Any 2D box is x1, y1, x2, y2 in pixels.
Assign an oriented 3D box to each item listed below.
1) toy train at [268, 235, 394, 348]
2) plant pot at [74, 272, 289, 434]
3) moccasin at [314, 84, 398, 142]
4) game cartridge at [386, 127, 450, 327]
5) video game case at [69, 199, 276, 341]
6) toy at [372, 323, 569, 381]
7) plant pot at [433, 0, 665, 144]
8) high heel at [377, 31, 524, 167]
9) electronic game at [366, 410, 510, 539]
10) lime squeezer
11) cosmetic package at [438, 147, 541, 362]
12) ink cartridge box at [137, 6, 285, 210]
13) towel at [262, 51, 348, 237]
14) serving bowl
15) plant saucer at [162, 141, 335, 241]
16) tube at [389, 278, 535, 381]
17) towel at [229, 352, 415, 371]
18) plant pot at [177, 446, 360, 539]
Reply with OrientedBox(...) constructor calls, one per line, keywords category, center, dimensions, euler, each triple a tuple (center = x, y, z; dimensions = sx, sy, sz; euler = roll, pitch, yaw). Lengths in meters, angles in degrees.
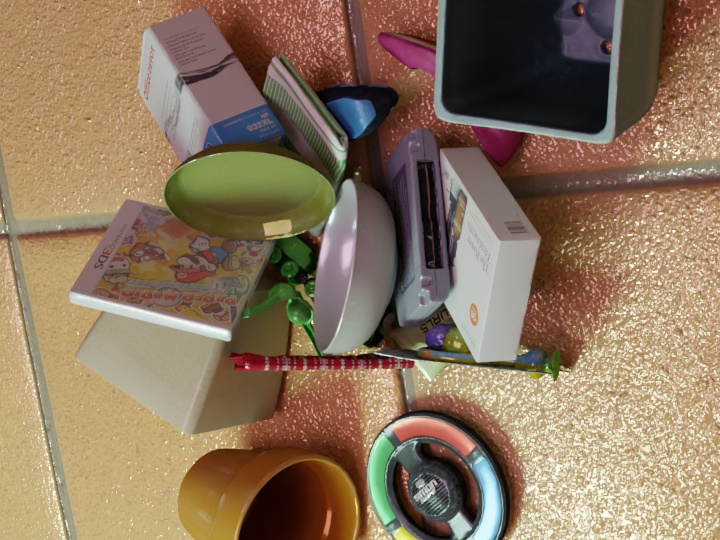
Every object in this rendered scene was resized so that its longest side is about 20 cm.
OrientedBox(category="toy train", center=(-0.037, 0.020, 1.778), dimensions=(0.200, 0.042, 0.056), euler=(39, 84, 23))
OrientedBox(category="plant pot", center=(-0.202, 0.071, 1.835), dimensions=(0.200, 0.200, 0.178), euler=(29, 104, 25))
OrientedBox(category="moccasin", center=(-0.021, -0.178, 1.699), dimensions=(0.200, 0.068, 0.081), euler=(10, 124, 57))
OrientedBox(category="game cartridge", center=(0.062, -0.044, 1.634), dimensions=(0.133, 0.041, 0.201), euler=(136, 132, -68))
OrientedBox(category="video game case", center=(-0.220, -0.004, 1.736), dimensions=(0.199, 0.182, 0.023), euler=(13, 133, 7))
OrientedBox(category="toy", center=(0.128, 0.086, 1.628), dimensions=(0.199, 0.115, 0.047), euler=(10, 91, 20))
OrientedBox(category="plant pot", center=(0.209, -0.249, 1.441), dimensions=(0.196, 0.200, 0.197), euler=(12, 110, 32))
OrientedBox(category="high heel", center=(0.094, -0.195, 1.615), dimensions=(0.199, 0.067, 0.097), euler=(28, 107, 22))
OrientedBox(category="electronic game", center=(0.092, 0.267, 1.765), dimensions=(0.199, 0.042, 0.201), euler=(11, 109, 33))
OrientedBox(category="lime squeezer", center=(-0.081, 0.057, 1.772), dimensions=(0.038, 0.200, 0.071), euler=(-22, 59, 18))
OrientedBox(category="cosmetic package", center=(0.126, -0.020, 1.562), dimensions=(0.200, 0.051, 0.151), euler=(-116, 26, -55))
OrientedBox(category="ink cartridge box", center=(-0.183, -0.192, 1.757), dimensions=(0.200, 0.083, 0.145), euler=(57, 156, 17))
OrientedBox(category="towel", center=(-0.076, -0.146, 1.723), dimensions=(0.153, 0.023, 0.200), euler=(52, 152, 16))
OrientedBox(category="serving bowl", center=(0.000, 0.000, 1.656), dimensions=(0.065, 0.200, 0.201), euler=(10, 115, -13))
OrientedBox(category="plant saucer", center=(-0.128, -0.095, 1.682), dimensions=(0.200, 0.200, 0.031), euler=(-23, 55, 37))
OrientedBox(category="tube", center=(0.119, 0.056, 1.685), dimensions=(0.200, 0.052, 0.058), euler=(-39, 49, 39))
OrientedBox(category="towel", center=(-0.049, 0.106, 1.702), dimensions=(0.145, 0.199, 0.023), euler=(167, 103, -78))
OrientedBox(category="plant pot", center=(-0.133, 0.309, 1.856), dimensions=(0.183, 0.200, 0.201), euler=(15, 112, 48))
